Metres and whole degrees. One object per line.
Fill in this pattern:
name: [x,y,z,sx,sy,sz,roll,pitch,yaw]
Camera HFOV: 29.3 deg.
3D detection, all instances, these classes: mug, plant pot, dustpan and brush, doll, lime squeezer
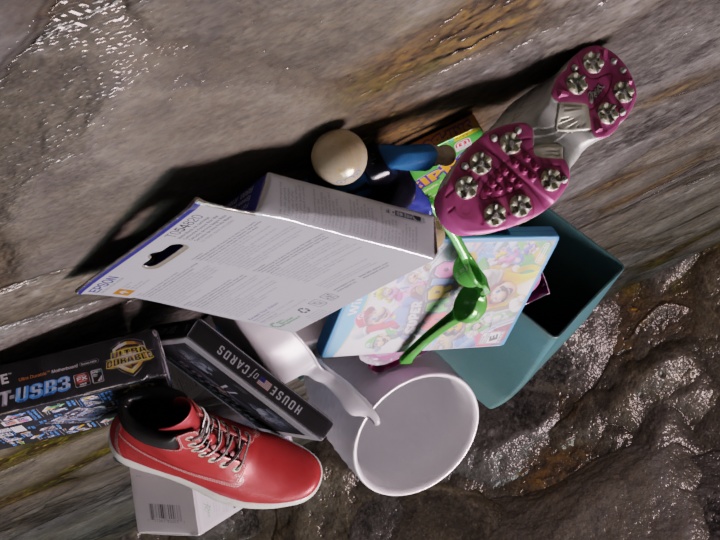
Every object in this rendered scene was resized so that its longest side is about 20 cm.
mug: [0.024,0.150,1.471,0.148,0.175,0.200,-25,126,-16]
plant pot: [0.161,0.048,1.502,0.141,0.141,0.200,-40,163,-36]
dustpan and brush: [-0.064,0.074,1.231,0.057,0.200,0.140,-38,172,-13]
doll: [0.010,-0.060,1.037,0.136,0.048,0.200,-20,158,11]
lime squeezer: [0.080,0.010,1.215,0.071,0.038,0.200,10,135,4]

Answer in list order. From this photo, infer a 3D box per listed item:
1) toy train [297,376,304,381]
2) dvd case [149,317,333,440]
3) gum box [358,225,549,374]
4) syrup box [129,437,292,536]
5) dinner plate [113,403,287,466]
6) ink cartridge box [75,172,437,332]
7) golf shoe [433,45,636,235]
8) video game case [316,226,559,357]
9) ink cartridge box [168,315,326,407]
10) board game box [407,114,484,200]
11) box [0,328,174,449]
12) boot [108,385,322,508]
toy train: [-0.097,0.098,1.592,0.200,0.085,0.114,-37,178,41]
dvd case: [-0.116,0.098,1.245,0.025,0.150,0.200,-55,-167,-15]
gum box: [0.070,0.007,1.358,0.200,0.114,0.066,-26,148,6]
syrup box: [-0.152,0.209,1.459,0.079,0.081,0.200,-2,-171,27]
dinner plate: [-0.156,0.163,1.412,0.200,0.024,0.200,-9,-174,1]
ink cartridge box: [-0.080,-0.013,1.020,0.200,0.041,0.200,12,155,-34]
golf shoe: [0.126,-0.090,1.056,0.200,0.075,0.092,-40,-172,-21]
video game case: [0.070,0.019,1.250,0.200,0.018,0.143,-2,134,-28]
ink cartridge box: [-0.134,0.087,1.456,0.115,0.068,0.200,-12,164,-44]
board game box: [0.067,-0.071,1.165,0.096,0.030,0.200,-25,162,3]
box: [-0.270,0.114,1.248,0.198,0.050,0.200,-14,168,-7]
boot: [-0.121,0.156,1.217,0.200,0.072,0.144,16,158,-10]
